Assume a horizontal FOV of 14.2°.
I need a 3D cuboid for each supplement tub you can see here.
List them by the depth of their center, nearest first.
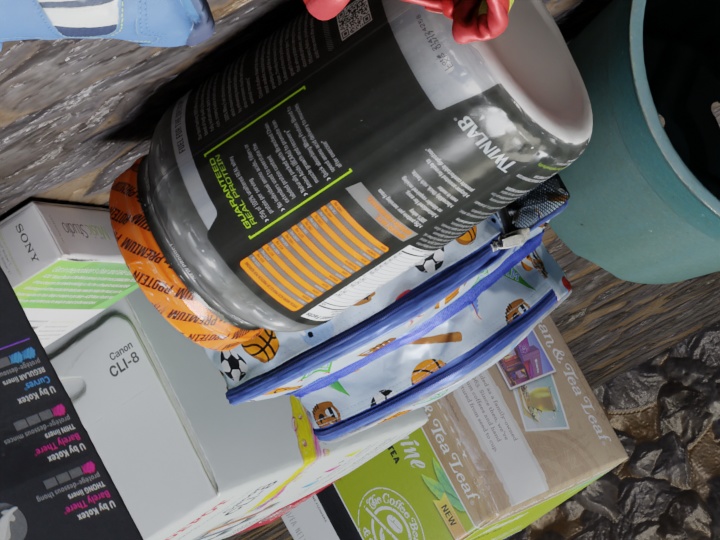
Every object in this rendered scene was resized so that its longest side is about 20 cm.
[{"bbox_3d":[-0.008,-0.054,1.281,0.200,0.123,0.122,-32,169,23],"label":"supplement tub"}]

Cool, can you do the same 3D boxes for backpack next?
[{"bbox_3d":[0.000,0.000,1.454,0.200,0.154,0.190,-35,173,33],"label":"backpack"}]

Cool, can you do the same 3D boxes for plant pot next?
[{"bbox_3d":[0.190,-0.083,1.524,0.200,0.201,0.196,-24,176,-25],"label":"plant pot"}]

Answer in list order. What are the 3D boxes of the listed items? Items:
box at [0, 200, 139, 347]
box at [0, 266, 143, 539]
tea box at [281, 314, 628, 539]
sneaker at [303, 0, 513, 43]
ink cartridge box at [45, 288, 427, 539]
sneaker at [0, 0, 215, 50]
[{"bbox_3d":[-0.203,0.032,1.425,0.200,0.036,0.144,-30,170,14],"label":"box"},{"bbox_3d":[-0.191,0.083,1.233,0.106,0.200,0.122,-21,167,-37],"label":"box"},{"bbox_3d":[0.033,0.091,1.891,0.133,0.200,0.197,-19,165,-42],"label":"tea box"},{"bbox_3d":[0.045,-0.129,1.106,0.199,0.085,0.077,-10,164,-35],"label":"sneaker"},{"bbox_3d":[-0.095,0.070,1.593,0.145,0.145,0.200,-34,168,35],"label":"ink cartridge box"},{"bbox_3d":[-0.109,-0.106,0.906,0.082,0.074,0.200,-29,163,14],"label":"sneaker"}]
